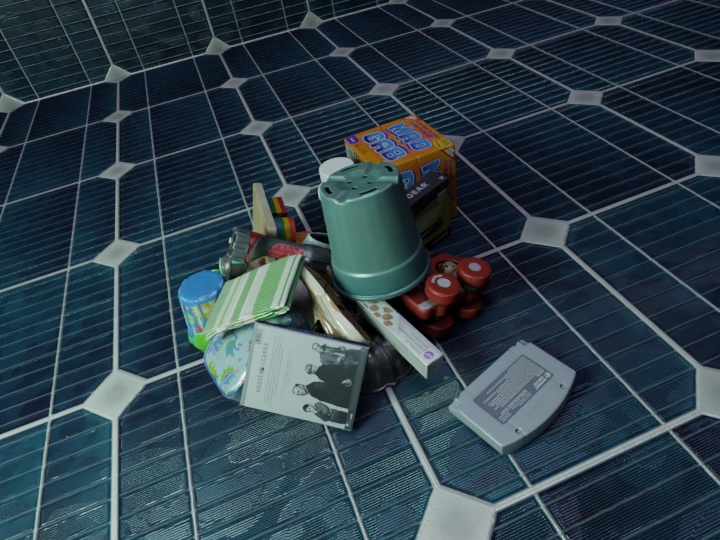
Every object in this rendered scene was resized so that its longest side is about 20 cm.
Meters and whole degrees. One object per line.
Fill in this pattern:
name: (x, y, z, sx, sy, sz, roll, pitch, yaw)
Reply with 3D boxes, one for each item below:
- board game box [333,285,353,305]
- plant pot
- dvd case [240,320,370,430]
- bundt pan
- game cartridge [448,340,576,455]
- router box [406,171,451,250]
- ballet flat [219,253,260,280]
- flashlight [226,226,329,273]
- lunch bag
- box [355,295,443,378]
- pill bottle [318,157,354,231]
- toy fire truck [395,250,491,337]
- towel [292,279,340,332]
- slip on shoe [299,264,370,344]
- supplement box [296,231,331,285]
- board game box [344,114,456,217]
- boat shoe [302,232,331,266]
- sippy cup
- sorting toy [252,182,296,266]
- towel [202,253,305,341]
board game box: (0.000, 0.000, 1.121, 0.030, 0.096, 0.201, 12, 50, 26)
plant pot: (0.019, -0.082, 0.967, 0.198, 0.197, 0.201, -10, 33, 7)
dvd case: (-0.095, 0.178, 0.887, 0.198, 0.152, 0.025, 13, 8, 3)
bundt pan: (0.008, 0.131, 0.998, 0.200, 0.076, 0.203, -7, 42, 6)
game cartridge: (0.264, 0.212, 0.879, 0.199, 0.041, 0.133, -34, 42, -23)
router box: (0.122, -0.105, 1.175, 0.200, 0.158, 0.052, -38, 47, -27)
ballet flat: (-0.253, 0.005, 1.140, 0.068, 0.200, 0.069, -8, 84, -4)
flashlight: (-0.160, -0.033, 1.034, 0.198, 0.068, 0.068, 14, 4, -23)
lunch bag: (-0.197, 0.135, 0.984, 0.200, 0.082, 0.161, -52, 47, -1)
box: (0.065, 0.107, 0.926, 0.039, 0.042, 0.200, -30, 49, -22)
pill bottle: (-0.040, -0.160, 1.239, 0.110, 0.201, 0.112, -6, 41, 5)
toy fire truck: (0.153, 0.022, 1.036, 0.199, 0.113, 0.168, -25, 49, -29)
towel: (-0.138, 0.104, 1.036, 0.149, 0.031, 0.201, 28, 82, 44)
slip on shoe: (-0.063, 0.074, 0.945, 0.061, 0.076, 0.200, -43, 69, 8)
supplement box: (-0.118, -0.007, 1.180, 0.066, 0.069, 0.201, -7, 41, -17)
board game box: (0.100, -0.229, 1.285, 0.198, 0.201, 0.200, -22, 42, -13)
boat shoe: (-0.040, -0.052, 1.160, 0.200, 0.072, 0.070, 0, 39, -37)
sippy cup: (-0.313, 0.076, 1.090, 0.139, 0.131, 0.177, -34, 46, -23)
sorting toy: (-0.195, -0.064, 1.180, 0.069, 0.201, 0.199, -5, 38, -19)
towel: (-0.195, 0.046, 0.960, 0.199, 0.023, 0.153, -21, 35, 26)
